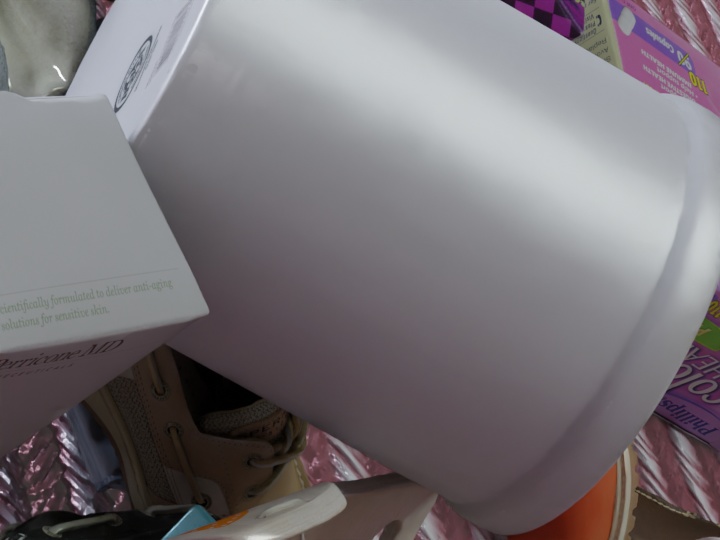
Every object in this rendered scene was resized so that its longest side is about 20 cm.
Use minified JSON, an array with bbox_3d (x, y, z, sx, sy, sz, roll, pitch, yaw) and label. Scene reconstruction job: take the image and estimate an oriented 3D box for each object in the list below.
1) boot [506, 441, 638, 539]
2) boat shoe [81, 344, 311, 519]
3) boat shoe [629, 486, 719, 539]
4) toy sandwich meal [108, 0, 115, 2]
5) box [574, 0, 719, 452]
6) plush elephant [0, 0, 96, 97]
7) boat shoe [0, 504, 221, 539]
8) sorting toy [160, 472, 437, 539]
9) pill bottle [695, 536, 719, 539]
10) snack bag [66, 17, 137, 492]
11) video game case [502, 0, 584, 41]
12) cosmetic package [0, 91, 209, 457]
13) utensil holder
[{"bbox_3d":[0.070,0.064,1.287,0.107,0.075,0.201,-13,97,-47],"label":"boot"},{"bbox_3d":[-0.056,0.064,1.090,0.201,0.065,0.072,61,41,-25],"label":"boat shoe"},{"bbox_3d":[0.183,0.153,1.395,0.202,0.075,0.075,36,35,-32],"label":"boat shoe"},{"bbox_3d":[-0.105,-0.173,1.172,0.205,0.205,0.071,32,73,-38],"label":"toy sandwich meal"},{"bbox_3d":[0.169,-0.029,1.531,0.176,0.096,0.201,30,39,-39],"label":"box"},{"bbox_3d":[-0.189,-0.090,0.990,0.200,0.164,0.156,66,26,-54],"label":"plush elephant"},{"bbox_3d":[-0.109,0.125,0.997,0.199,0.071,0.064,-1,30,-48],"label":"boat shoe"},{"bbox_3d":[-0.023,0.154,0.979,0.180,0.106,0.201,-21,114,-52],"label":"sorting toy"},{"bbox_3d":[0.176,0.235,1.265,0.201,0.114,0.114,56,29,-1],"label":"pill bottle"},{"bbox_3d":[-0.104,-0.013,1.176,0.188,0.021,0.201,-23,86,-61],"label":"snack bag"},{"bbox_3d":[0.050,-0.230,1.356,0.200,0.036,0.182,53,25,-28],"label":"video game case"},{"bbox_3d":[-0.159,0.029,0.860,0.107,0.200,0.085,-10,71,-54],"label":"cosmetic package"},{"bbox_3d":[0.003,-0.027,0.957,0.199,0.170,0.170,28,37,-16],"label":"utensil holder"}]
